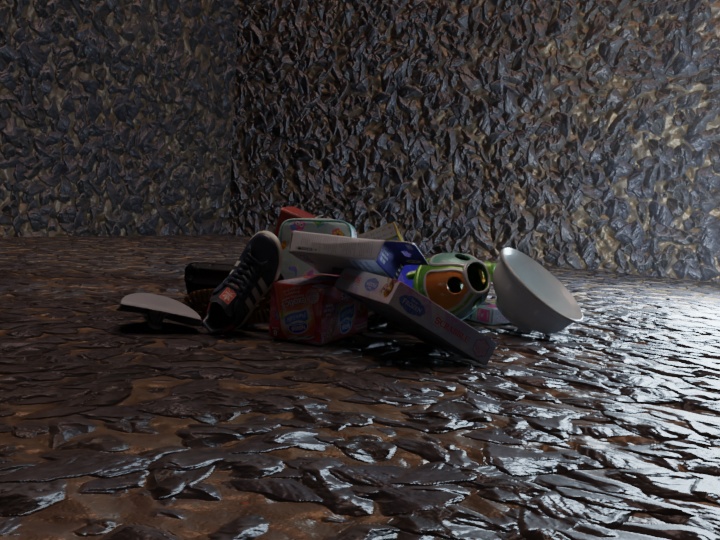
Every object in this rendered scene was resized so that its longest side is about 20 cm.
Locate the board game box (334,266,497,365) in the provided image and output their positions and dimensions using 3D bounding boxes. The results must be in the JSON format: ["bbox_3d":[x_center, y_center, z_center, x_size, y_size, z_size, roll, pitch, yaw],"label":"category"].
[{"bbox_3d":[0.081,0.068,1.271,0.199,0.041,0.200,32,-8,-25],"label":"board game box"}]

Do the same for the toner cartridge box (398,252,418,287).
[{"bbox_3d":[0.087,0.019,1.713,0.094,0.043,0.201,6,37,-26],"label":"toner cartridge box"}]

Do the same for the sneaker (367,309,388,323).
[{"bbox_3d":[0.036,0.058,1.547,0.077,0.081,0.200,-5,2,-3],"label":"sneaker"}]

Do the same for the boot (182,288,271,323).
[{"bbox_3d":[-0.205,0.057,1.453,0.198,0.076,0.107,-3,-4,20],"label":"boot"}]

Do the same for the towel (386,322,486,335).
[{"bbox_3d":[0.134,0.109,1.467,0.085,0.018,0.199,1,5,-30],"label":"towel"}]

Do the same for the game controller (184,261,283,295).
[{"bbox_3d":[-0.236,0.038,1.531,0.198,0.105,0.042,5,38,13],"label":"game controller"}]

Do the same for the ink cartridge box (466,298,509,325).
[{"bbox_3d":[0.251,0.081,1.744,0.119,0.042,0.199,0,5,-37],"label":"ink cartridge box"}]

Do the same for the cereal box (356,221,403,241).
[{"bbox_3d":[0.000,-0.040,1.843,0.198,0.040,0.144,-20,-17,7],"label":"cereal box"}]

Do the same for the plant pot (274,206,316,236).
[{"bbox_3d":[-0.129,-0.041,2.078,0.175,0.202,0.200,17,6,3],"label":"plant pot"}]

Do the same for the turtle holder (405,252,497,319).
[{"bbox_3d":[0.194,0.034,1.599,0.185,0.142,0.131,18,-30,-39],"label":"turtle holder"}]

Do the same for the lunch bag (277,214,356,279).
[{"bbox_3d":[-0.089,-0.008,1.584,0.159,0.202,0.077,2,3,8],"label":"lunch bag"}]

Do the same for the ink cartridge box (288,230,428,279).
[{"bbox_3d":[0.003,-0.018,1.354,0.198,0.041,0.200,5,-9,14],"label":"ink cartridge box"}]

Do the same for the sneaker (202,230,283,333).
[{"bbox_3d":[-0.196,0.026,1.329,0.075,0.201,0.084,36,26,15],"label":"sneaker"}]

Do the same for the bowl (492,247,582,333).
[{"bbox_3d":[0.322,0.055,1.568,0.200,0.091,0.202,33,22,-15],"label":"bowl"}]

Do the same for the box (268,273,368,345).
[{"bbox_3d":[-0.066,0.063,1.396,0.099,0.096,0.200,7,7,23],"label":"box"}]

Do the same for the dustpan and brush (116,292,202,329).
[{"bbox_3d":[-0.356,0.072,1.411,0.138,0.058,0.200,13,8,-20],"label":"dustpan and brush"}]
